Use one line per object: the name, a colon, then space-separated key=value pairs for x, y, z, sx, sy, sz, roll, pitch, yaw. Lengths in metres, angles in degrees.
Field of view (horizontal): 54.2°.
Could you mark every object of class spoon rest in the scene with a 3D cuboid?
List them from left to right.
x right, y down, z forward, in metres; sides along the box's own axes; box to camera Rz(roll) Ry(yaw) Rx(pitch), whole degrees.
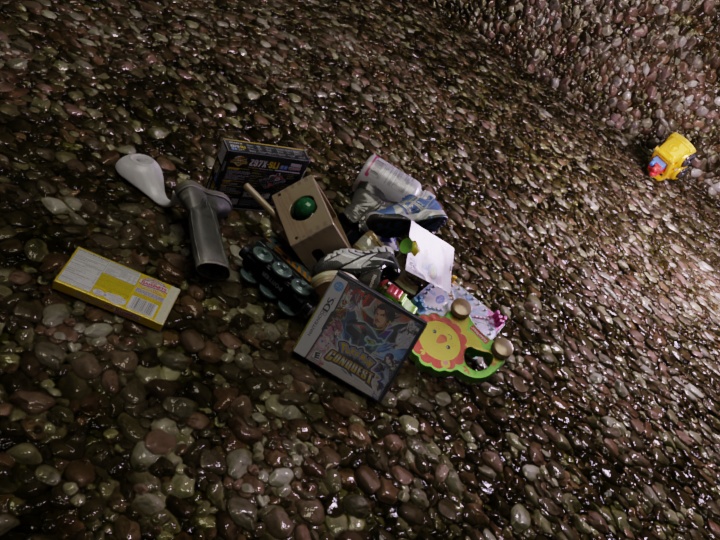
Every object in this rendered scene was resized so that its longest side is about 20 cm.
spoon rest: x=-0.447 y=-0.192 z=1.508 sx=0.200 sy=0.061 sz=0.099 roll=36 pitch=33 yaw=29

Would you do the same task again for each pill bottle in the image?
pill bottle: x=0.088 y=-0.205 z=1.838 sx=0.199 sy=0.114 sz=0.113 roll=32 pitch=36 yaw=1

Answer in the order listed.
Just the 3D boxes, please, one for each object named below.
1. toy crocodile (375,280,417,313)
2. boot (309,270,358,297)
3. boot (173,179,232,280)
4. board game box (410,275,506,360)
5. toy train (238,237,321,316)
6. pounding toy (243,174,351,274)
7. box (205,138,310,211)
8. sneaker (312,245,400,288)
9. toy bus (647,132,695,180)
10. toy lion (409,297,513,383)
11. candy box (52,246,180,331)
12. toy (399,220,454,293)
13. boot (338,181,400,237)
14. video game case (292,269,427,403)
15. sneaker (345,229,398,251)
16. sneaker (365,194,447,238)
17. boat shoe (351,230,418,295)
toy crocodile: x=0.042 y=0.038 z=1.568 sx=0.200 sy=0.062 sz=0.068 roll=37 pitch=37 yaw=7
boot: x=-0.018 y=0.096 z=1.402 sx=0.200 sy=0.072 sz=0.155 roll=33 pitch=37 yaw=-47
boot: x=-0.300 y=-0.074 z=1.444 sx=0.182 sy=0.072 sz=0.201 roll=18 pitch=40 yaw=-61
board game box: x=0.234 y=0.097 z=1.664 sx=0.200 sy=0.026 sz=0.200 roll=40 pitch=37 yaw=12
toy train: x=-0.157 y=0.012 z=1.447 sx=0.200 sy=0.085 sz=0.114 roll=40 pitch=28 yaw=11
pounding toy: x=-0.127 y=-0.099 z=1.510 sx=0.200 sy=0.142 sz=0.185 roll=57 pitch=7 yaw=-52
box: x=-0.233 y=-0.209 z=1.578 sx=0.199 sy=0.160 sz=0.049 roll=2 pitch=44 yaw=-32
sneaker: x=0.000 y=0.000 z=1.468 sx=0.199 sy=0.067 sz=0.091 roll=-9 pitch=47 yaw=-28
toy bus: x=1.263 y=-0.440 z=2.921 sx=0.191 sy=0.200 sz=0.136 roll=-33 pitch=63 yaw=-12
toy lion: x=0.200 y=0.165 z=1.515 sx=0.200 sy=0.069 sz=0.191 roll=44 pitch=55 yaw=15
candy box: x=-0.436 y=0.033 z=1.268 sx=0.199 sy=0.026 sz=0.102 roll=24 pitch=35 yaw=-10
toy: x=0.149 y=-0.027 z=1.624 sx=0.200 sy=0.047 sz=0.116 roll=28 pitch=65 yaw=-52
boot: x=0.049 y=-0.107 z=1.637 sx=0.199 sy=0.068 sz=0.131 roll=31 pitch=56 yaw=-7
video game case: x=-0.002 y=0.127 z=1.347 sx=0.199 sy=0.181 sz=0.026 roll=30 pitch=5 yaw=0
sneaker: x=0.057 y=-0.066 z=1.697 sx=0.199 sy=0.081 sz=0.115 roll=-26 pitch=70 yaw=-45
sneaker: x=0.097 y=-0.126 z=1.600 sx=0.199 sy=0.076 sz=0.077 roll=-5 pitch=60 yaw=-27
boat shoe: x=0.070 y=-0.016 z=1.591 sx=0.200 sy=0.067 sz=0.074 roll=39 pitch=-4 yaw=-32
